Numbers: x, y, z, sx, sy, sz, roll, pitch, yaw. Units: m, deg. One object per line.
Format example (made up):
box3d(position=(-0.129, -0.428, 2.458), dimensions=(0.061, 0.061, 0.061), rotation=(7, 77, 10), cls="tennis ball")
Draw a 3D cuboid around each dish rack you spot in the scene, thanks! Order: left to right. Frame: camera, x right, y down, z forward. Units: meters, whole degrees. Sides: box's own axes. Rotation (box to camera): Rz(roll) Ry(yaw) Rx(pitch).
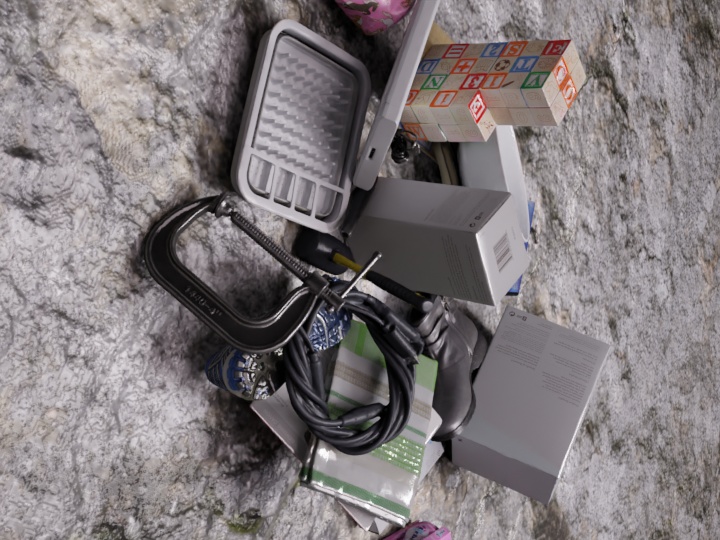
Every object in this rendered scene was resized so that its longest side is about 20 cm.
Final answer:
box3d(position=(-0.068, -0.154, 1.068), dimensions=(0.171, 0.043, 0.201), rotation=(19, 81, -48), cls="dish rack")

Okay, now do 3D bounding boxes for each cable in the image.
box3d(position=(-0.017, 0.098, 1.034), dimensions=(0.200, 0.051, 0.164), rotation=(40, 67, -34), cls="cable")

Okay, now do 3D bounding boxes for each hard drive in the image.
box3d(position=(0.041, -0.206, 1.112), dimensions=(0.132, 0.027, 0.201), rotation=(114, -5, -59), cls="hard drive")

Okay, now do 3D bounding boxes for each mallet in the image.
box3d(position=(0.000, 0.000, 1.059), dimensions=(0.066, 0.200, 0.041), rotation=(28, 90, -37), cls="mallet")

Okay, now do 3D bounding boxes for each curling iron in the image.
box3d(position=(0.019, -0.107, 1.149), dimensions=(0.200, 0.049, 0.026), rotation=(-58, 146, -42), cls="curling iron")

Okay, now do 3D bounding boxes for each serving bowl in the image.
box3d(position=(0.168, -0.129, 1.277), dimensions=(0.200, 0.065, 0.201), rotation=(-11, 90, -73), cls="serving bowl")

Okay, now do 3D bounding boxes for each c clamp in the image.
box3d(position=(-0.105, -0.007, 0.973), dimensions=(0.200, 0.027, 0.171), rotation=(35, 65, 0), cls="c clamp")

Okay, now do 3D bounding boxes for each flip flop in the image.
box3d(position=(0.110, -0.068, 1.265), dimensions=(0.081, 0.057, 0.201), rotation=(-49, 128, -79), cls="flip flop")

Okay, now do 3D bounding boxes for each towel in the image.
box3d(position=(0.013, 0.168, 1.097), dimensions=(0.149, 0.031, 0.201), rotation=(30, 58, -28), cls="towel")

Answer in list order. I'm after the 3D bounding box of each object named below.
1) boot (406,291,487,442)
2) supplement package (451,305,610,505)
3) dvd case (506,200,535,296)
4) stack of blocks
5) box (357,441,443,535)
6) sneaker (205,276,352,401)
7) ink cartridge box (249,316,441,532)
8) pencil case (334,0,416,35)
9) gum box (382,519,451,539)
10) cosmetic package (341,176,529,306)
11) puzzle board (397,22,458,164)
box3d(position=(0.096, 0.109, 1.254), dimensions=(0.132, 0.070, 0.200), rotation=(55, 32, -29), cls="boot")
box3d(position=(0.231, 0.187, 1.353), dimensions=(0.201, 0.151, 0.151), rotation=(-62, 164, -22), cls="supplement package")
box3d(position=(0.178, -0.036, 1.385), dimensions=(0.200, 0.017, 0.143), rotation=(3, 99, -49), cls="dvd case")
box3d(position=(0.152, -0.214, 1.172), dimensions=(0.115, 0.199, 0.059), rotation=(-58, 134, -26), cls="stack of blocks")
box3d(position=(0.023, 0.204, 1.233), dimensions=(0.156, 0.041, 0.201), rotation=(-46, 126, -34), cls="box")
box3d(position=(-0.089, 0.064, 1.048), dimensions=(0.200, 0.085, 0.077), rotation=(-35, 112, -42), cls="sneaker")
box3d(position=(-0.020, 0.164, 1.115), dimensions=(0.200, 0.045, 0.176), rotation=(50, 55, -13), cls="ink cartridge box")
box3d(position=(-0.016, -0.350, 1.072), dimensions=(0.200, 0.086, 0.083), rotation=(45, 24, -43), cls="pencil case")
box3d(position=(0.066, 0.440, 1.298), dimensions=(0.113, 0.066, 0.201), rotation=(-17, 109, -46), cls="gum box")
box3d(position=(0.082, -0.037, 1.139), dimensions=(0.085, 0.199, 0.108), rotation=(-46, 132, -33), cls="cosmetic package")
box3d(position=(0.116, -0.215, 1.296), dimensions=(0.200, 0.017, 0.151), rotation=(32, 73, -47), cls="puzzle board")
